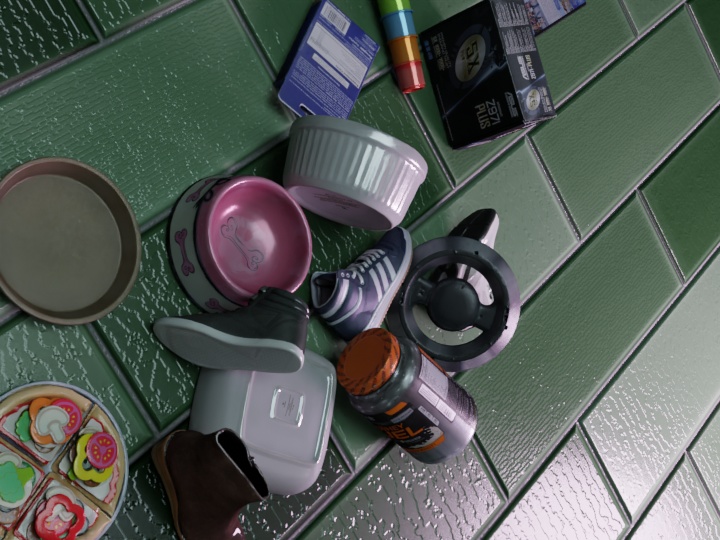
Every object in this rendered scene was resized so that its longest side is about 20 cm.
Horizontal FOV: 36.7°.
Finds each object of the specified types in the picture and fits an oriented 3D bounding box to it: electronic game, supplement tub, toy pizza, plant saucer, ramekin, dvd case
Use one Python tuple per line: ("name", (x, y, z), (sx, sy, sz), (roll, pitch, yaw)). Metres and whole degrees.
("electronic game", (0.136, 0.050, 1.596), (0.198, 0.042, 0.202), (0, 95, -1))
("supplement tub", (0.063, 0.172, 1.505), (0.200, 0.122, 0.123), (43, 56, -33))
("toy pizza", (-0.347, 0.224, 1.220), (0.199, 0.032, 0.202), (10, 74, -38))
("plant saucer", (-0.352, -0.034, 1.278), (0.199, 0.029, 0.202), (11, 73, -38))
("ramekin", (-0.015, -0.126, 1.483), (0.202, 0.202, 0.095), (26, 77, -33))
("dvd case", (0.330, -0.515, 1.973), (0.200, 0.017, 0.143), (-37, 105, -40))

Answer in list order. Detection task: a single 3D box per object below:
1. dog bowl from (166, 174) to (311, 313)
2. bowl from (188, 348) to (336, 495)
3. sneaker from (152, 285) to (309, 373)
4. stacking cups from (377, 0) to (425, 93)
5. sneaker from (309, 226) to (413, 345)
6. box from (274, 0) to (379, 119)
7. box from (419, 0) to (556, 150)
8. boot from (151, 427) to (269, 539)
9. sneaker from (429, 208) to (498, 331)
("dog bowl", (-0.149, -0.035, 1.421), (0.199, 0.074, 0.202), (10, 74, -38))
("bowl", (-0.113, 0.179, 1.402), (0.199, 0.074, 0.201), (25, 66, -33))
("sneaker", (-0.152, 0.066, 1.348), (0.071, 0.198, 0.100), (82, 21, -44))
("stacking cups", (0.058, -0.378, 1.686), (0.060, 0.060, 0.202), (-11, 89, -41))
("sneaker", (0.000, 0.000, 1.541), (0.108, 0.070, 0.201), (40, 60, -29))
("box", (-0.052, -0.289, 1.588), (0.121, 0.032, 0.201), (38, 57, -27))
("box", (0.200, -0.310, 1.720), (0.086, 0.163, 0.201), (-16, 91, -41))
("boot", (-0.160, 0.275, 1.277), (0.072, 0.166, 0.201), (-39, 105, -38))
("sneaker", (0.178, 0.007, 1.700), (0.115, 0.075, 0.201), (46, 63, -32))
